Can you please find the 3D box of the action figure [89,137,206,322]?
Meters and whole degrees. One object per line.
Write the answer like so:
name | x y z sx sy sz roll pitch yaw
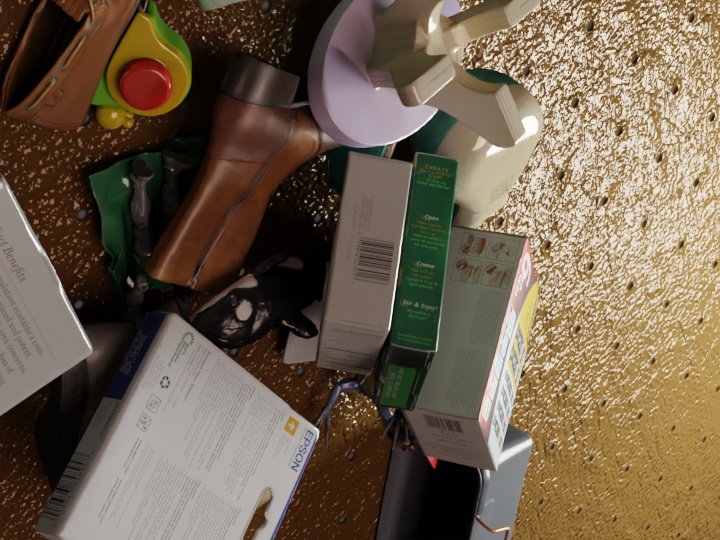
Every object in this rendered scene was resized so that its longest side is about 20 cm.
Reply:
action figure | -0.174 -0.005 1.126 0.117 0.055 0.202 -21 130 -34

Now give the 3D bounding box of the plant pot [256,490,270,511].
plant pot | -0.151 0.247 1.216 0.199 0.028 0.200 -36 174 -4

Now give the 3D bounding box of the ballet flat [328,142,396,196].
ballet flat | 0.020 -0.163 1.196 0.069 0.069 0.202 -4 115 -39

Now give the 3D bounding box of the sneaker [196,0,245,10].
sneaker | -0.065 -0.286 1.037 0.199 0.074 0.119 -32 125 -10

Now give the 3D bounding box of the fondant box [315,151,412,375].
fondant box | 0.000 0.000 1.147 0.057 0.200 0.146 9 75 -3

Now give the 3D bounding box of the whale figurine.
whale figurine | 0.106 -0.118 1.285 0.159 0.104 0.201 -38 157 -13

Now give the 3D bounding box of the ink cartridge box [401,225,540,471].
ink cartridge box | 0.118 0.088 1.324 0.176 0.083 0.202 65 38 -58

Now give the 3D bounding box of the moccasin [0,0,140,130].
moccasin | -0.214 -0.203 0.966 0.077 0.074 0.203 6 119 -52

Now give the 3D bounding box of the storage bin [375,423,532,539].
storage bin | 0.122 0.259 1.479 0.134 0.145 0.202 -18 125 -45

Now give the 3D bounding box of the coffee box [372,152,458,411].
coffee box | 0.048 0.010 1.172 0.123 0.043 0.202 104 -4 -59

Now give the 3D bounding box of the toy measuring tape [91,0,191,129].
toy measuring tape | -0.146 -0.184 1.007 0.073 0.074 0.201 8 129 -43

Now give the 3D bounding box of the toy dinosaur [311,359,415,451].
toy dinosaur | 0.030 0.109 1.314 0.201 0.104 0.181 -60 157 -6

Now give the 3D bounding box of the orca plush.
orca plush | -0.068 0.039 1.153 0.105 0.071 0.200 -45 170 17

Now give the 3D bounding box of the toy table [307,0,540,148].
toy table | 0.057 -0.183 1.076 0.184 0.116 0.201 54 54 -29

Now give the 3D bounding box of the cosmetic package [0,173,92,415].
cosmetic package | -0.331 0.019 0.920 0.199 0.166 0.169 -34 132 -20

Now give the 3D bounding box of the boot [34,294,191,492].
boot | -0.206 0.118 1.126 0.130 0.070 0.201 -12 139 -31

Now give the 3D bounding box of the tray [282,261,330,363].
tray | 0.006 0.034 1.322 0.198 0.022 0.109 -3 115 -39

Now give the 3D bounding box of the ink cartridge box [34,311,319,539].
ink cartridge box | -0.143 0.169 1.076 0.200 0.043 0.198 44 61 -38

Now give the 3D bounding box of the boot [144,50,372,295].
boot | -0.074 -0.065 1.107 0.188 0.068 0.202 10 106 -57
